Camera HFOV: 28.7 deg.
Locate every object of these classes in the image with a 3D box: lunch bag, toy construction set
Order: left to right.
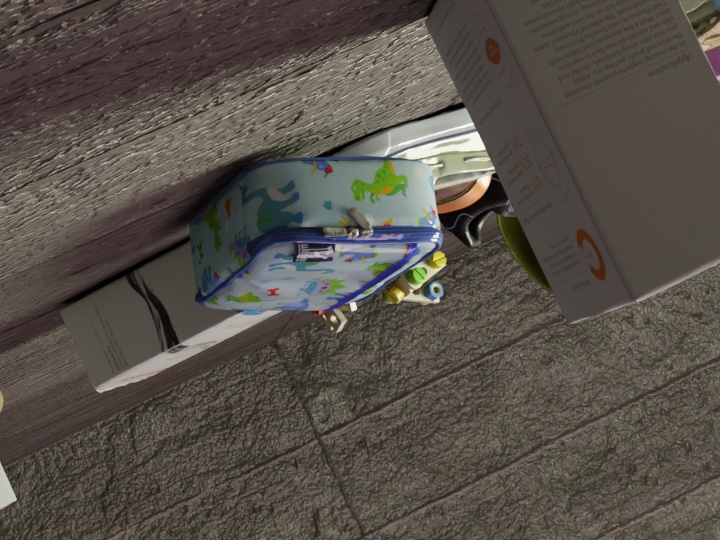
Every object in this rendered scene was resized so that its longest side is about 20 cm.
[{"bbox_3d":[-0.035,-0.024,1.088,0.160,0.083,0.200,-1,165,-26],"label":"lunch bag"},{"bbox_3d":[0.000,0.000,1.528,0.092,0.132,0.200,-30,174,42],"label":"toy construction set"}]

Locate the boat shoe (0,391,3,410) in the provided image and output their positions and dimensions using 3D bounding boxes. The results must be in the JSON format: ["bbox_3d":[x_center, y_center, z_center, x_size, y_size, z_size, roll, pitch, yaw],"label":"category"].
[{"bbox_3d":[-0.443,0.177,1.526,0.064,0.072,0.200,-21,172,-41],"label":"boat shoe"}]

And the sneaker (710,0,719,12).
[{"bbox_3d":[0.324,-0.224,0.945,0.200,0.090,0.078,-30,174,37],"label":"sneaker"}]

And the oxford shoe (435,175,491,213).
[{"bbox_3d":[0.020,-0.076,1.308,0.199,0.072,0.073,-24,149,32],"label":"oxford shoe"}]

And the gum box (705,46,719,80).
[{"bbox_3d":[0.381,-0.226,1.314,0.113,0.066,0.200,-16,-178,29],"label":"gum box"}]

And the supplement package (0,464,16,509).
[{"bbox_3d":[-0.373,0.144,0.969,0.200,0.152,0.150,-29,175,40],"label":"supplement package"}]

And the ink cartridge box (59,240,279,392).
[{"bbox_3d":[-0.151,0.027,1.289,0.199,0.085,0.145,-27,175,11],"label":"ink cartridge box"}]

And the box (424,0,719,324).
[{"bbox_3d":[0.128,-0.084,0.773,0.097,0.201,0.124,-24,176,-9],"label":"box"}]

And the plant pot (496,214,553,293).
[{"bbox_3d":[0.351,-0.094,2.224,0.193,0.201,0.200,-37,-179,-23],"label":"plant pot"}]

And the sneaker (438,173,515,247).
[{"bbox_3d":[0.147,-0.104,1.309,0.200,0.078,0.070,-43,165,31],"label":"sneaker"}]

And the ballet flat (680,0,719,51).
[{"bbox_3d":[0.225,-0.187,1.133,0.200,0.071,0.065,-30,147,23],"label":"ballet flat"}]

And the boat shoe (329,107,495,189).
[{"bbox_3d":[0.041,-0.086,1.176,0.199,0.062,0.072,-22,175,-27],"label":"boat shoe"}]
